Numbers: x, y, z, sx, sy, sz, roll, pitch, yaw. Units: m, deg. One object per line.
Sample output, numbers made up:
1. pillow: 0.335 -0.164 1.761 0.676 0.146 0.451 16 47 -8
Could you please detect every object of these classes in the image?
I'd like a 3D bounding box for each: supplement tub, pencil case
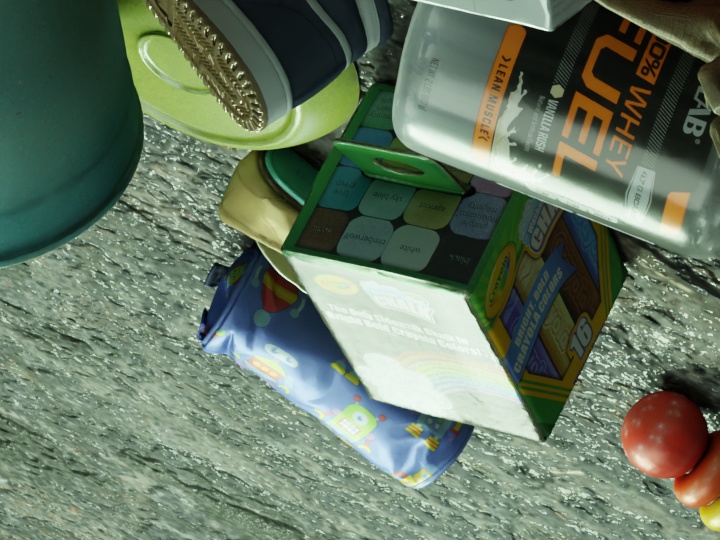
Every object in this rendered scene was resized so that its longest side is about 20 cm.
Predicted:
1. supplement tub: 0.126 -0.082 1.160 0.199 0.123 0.123 21 155 12
2. pencil case: -0.019 0.065 1.638 0.200 0.078 0.087 34 125 -13

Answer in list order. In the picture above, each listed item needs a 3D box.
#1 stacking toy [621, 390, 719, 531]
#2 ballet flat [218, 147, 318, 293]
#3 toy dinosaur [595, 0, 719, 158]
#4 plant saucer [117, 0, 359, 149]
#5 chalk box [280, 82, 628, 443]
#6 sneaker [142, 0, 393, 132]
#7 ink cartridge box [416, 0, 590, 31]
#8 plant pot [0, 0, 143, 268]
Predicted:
1. stacking toy: 0.247 0.144 1.543 0.200 0.085 0.085 39 154 -8
2. ballet flat: 0.000 0.000 1.506 0.200 0.069 0.063 39 120 -8
3. toy dinosaur: 0.166 -0.096 1.077 0.199 0.101 0.058 6 144 -6
4. plant saucer: -0.097 -0.127 1.405 0.199 0.031 0.200 23 155 11
5. chalk box: 0.048 -0.018 1.362 0.124 0.124 0.200 13 151 30
6. sneaker: -0.064 -0.174 1.254 0.200 0.108 0.070 55 161 12
7. ink cartridge box: 0.000 -0.210 1.029 0.199 0.041 0.201 16 130 34
8. plant pot: -0.216 -0.135 1.284 0.199 0.200 0.188 20 141 15
